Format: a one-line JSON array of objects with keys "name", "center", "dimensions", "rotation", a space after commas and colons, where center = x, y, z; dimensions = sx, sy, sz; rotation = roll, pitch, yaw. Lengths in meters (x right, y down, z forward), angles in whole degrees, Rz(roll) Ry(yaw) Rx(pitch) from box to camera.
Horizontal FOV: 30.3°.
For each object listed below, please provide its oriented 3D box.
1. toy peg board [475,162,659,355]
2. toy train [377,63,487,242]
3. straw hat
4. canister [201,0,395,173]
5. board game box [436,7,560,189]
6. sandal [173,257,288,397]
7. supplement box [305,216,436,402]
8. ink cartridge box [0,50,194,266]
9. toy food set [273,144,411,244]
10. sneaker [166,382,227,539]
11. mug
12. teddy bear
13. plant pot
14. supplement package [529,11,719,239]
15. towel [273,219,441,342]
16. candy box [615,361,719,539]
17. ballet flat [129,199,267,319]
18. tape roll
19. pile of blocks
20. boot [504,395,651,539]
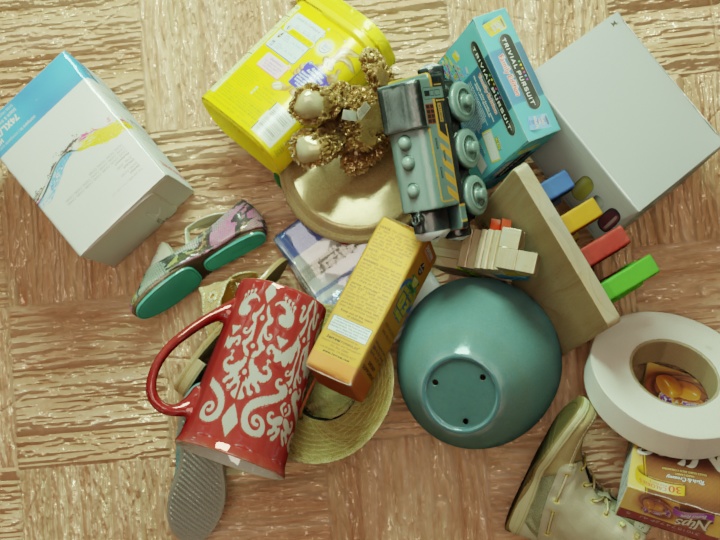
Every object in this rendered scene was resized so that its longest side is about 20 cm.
[{"name": "toy peg board", "center": [0.242, -0.024, 1.537], "dimensions": [0.097, 0.200, 0.201], "rotation": [-28, 82, -14]}, {"name": "toy train", "center": [0.079, -0.130, 1.494], "dimensions": [0.084, 0.113, 0.204], "rotation": [-6, 95, 39]}, {"name": "straw hat", "center": [-0.040, 0.139, 1.601], "dimensions": [0.198, 0.085, 0.205], "rotation": [-6, 72, 18]}, {"name": "canister", "center": [-0.077, -0.230, 1.598], "dimensions": [0.200, 0.087, 0.148], "rotation": [-45, 57, -9]}, {"name": "board game box", "center": [0.145, -0.190, 1.547], "dimensions": [0.046, 0.200, 0.153], "rotation": [-21, 82, -21]}, {"name": "sandal", "center": [-0.179, 0.052, 1.629], "dimensions": [0.069, 0.078, 0.213], "rotation": [37, 97, 10]}, {"name": "supplement box", "center": [0.014, 0.043, 1.529], "dimensions": [0.068, 0.067, 0.202], "rotation": [20, 74, 22]}, {"name": "ink cartridge box", "center": [-0.329, -0.131, 1.623], "dimensions": [0.146, 0.147, 0.200], "rotation": [-42, 82, 1]}, {"name": "toy food set", "center": [-0.003, -0.127, 1.623], "dimensions": [0.199, 0.049, 0.199], "rotation": [-37, 76, -11]}, {"name": "sneaker", "center": [-0.193, 0.231, 1.626], "dimensions": [0.073, 0.082, 0.203], "rotation": [10, 109, -3]}, {"name": "mug", "center": [-0.132, 0.113, 1.506], "dimensions": [0.132, 0.177, 0.203], "rotation": [2, 68, 47]}, {"name": "teddy bear", "center": [-0.001, -0.181, 1.548], "dimensions": [0.198, 0.067, 0.147], "rotation": [-30, 116, -21]}, {"name": "plant pot", "center": [0.127, 0.121, 1.530], "dimensions": [0.197, 0.135, 0.204], "rotation": [3, 103, 14]}, {"name": "supplement package", "center": [0.289, -0.164, 1.547], "dimensions": [0.155, 0.111, 0.201], "rotation": [-35, 82, -23]}, {"name": "towel", "center": [0.000, 0.000, 1.638], "dimensions": [0.146, 0.024, 0.201], "rotation": [-35, 83, 2]}, {"name": "candy box", "center": [0.362, 0.203, 1.505], "dimensions": [0.115, 0.057, 0.201], "rotation": [16, 44, 6]}, {"name": "ballet flat", "center": [-0.208, -0.019, 1.648], "dimensions": [0.199, 0.069, 0.072], "rotation": [-34, 65, -1]}, {"name": "tape roll", "center": [0.355, 0.128, 1.517], "dimensions": [0.200, 0.204, 0.037], "rotation": [16, 131, 7]}, {"name": "pile of blocks", "center": [0.155, -0.026, 1.548], "dimensions": [0.081, 0.199, 0.063], "rotation": [17, 83, -30]}, {"name": "boot", "center": [0.271, 0.254, 1.540], "dimensions": [0.153, 0.072, 0.202], "rotation": [26, 118, 6]}]
